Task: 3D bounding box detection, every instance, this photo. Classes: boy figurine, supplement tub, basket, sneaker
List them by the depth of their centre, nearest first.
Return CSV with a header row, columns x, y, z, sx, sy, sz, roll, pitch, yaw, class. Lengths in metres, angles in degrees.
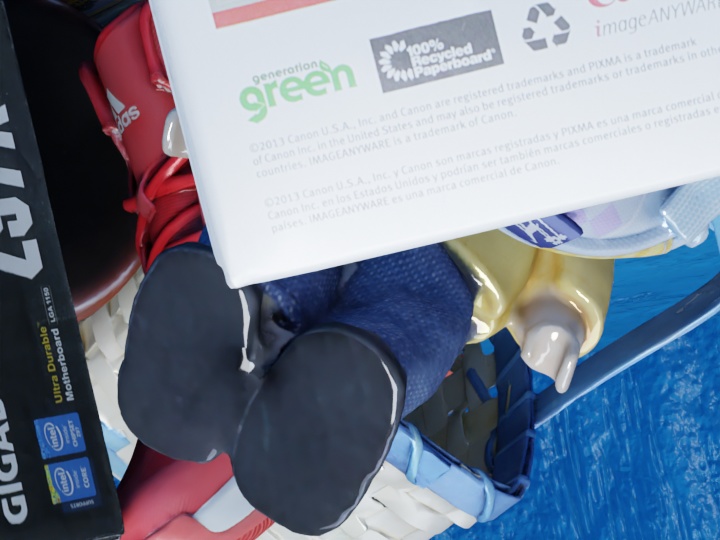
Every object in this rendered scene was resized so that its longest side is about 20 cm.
x,y,z,sx,sy,sz,roll,pitch,yaw,class
0.009,-0.014,0.748,0.124,0.065,0.200,28,-149,10,boy figurine
-0.051,-0.001,0.790,0.078,0.116,0.200,-38,-167,34,sneaker
-0.137,-0.014,0.917,0.107,0.107,0.200,-9,172,-24,supplement tub
0.000,0.000,0.945,0.200,0.176,0.139,-35,-154,26,basket

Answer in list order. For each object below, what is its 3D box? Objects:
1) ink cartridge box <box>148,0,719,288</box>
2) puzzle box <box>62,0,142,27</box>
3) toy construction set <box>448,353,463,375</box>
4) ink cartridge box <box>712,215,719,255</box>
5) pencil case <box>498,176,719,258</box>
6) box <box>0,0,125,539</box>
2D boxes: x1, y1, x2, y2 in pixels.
x,y,z,sx,sy,sz,roll,pitch,yaw,class
0.054,-0.109,0.518,0.199,0.176,0.084,-13,-169,8,ink cartridge box
-0.086,-0.092,0.931,0.133,0.026,0.200,-5,171,-42,puzzle box
-0.042,-0.008,1.155,0.199,0.131,0.092,23,-152,0,toy construction set
0.182,-0.082,0.758,0.125,0.129,0.200,-9,173,-26,ink cartridge box
0.020,-0.072,0.683,0.091,0.083,0.200,33,-175,-34,pencil case
-0.141,-0.009,0.767,0.049,0.201,0.159,-9,173,-39,box
